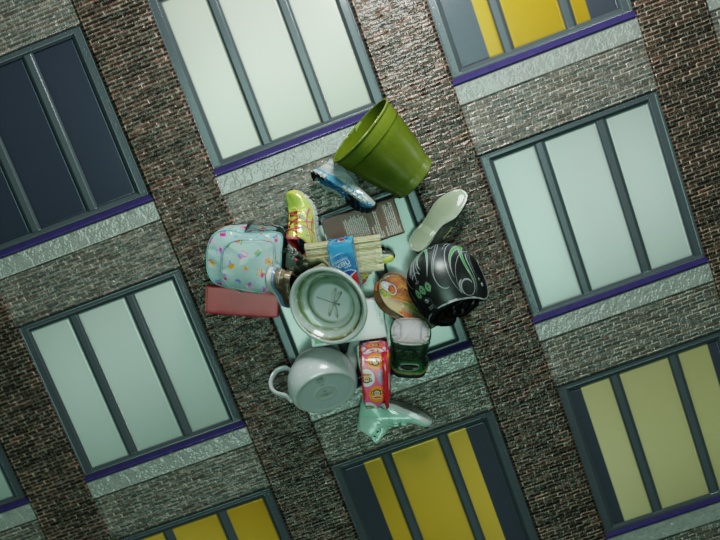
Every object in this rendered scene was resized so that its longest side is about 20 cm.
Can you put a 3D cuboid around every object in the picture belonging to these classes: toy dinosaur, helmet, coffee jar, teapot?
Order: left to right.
[{"bbox_3d":[-0.146,-0.023,1.622,0.088,0.200,0.048,42,62,-24],"label":"toy dinosaur"},{"bbox_3d":[-0.112,0.270,1.729,0.200,0.146,0.198,14,124,-33],"label":"teapot"},{"bbox_3d":[0.128,0.206,1.696,0.104,0.200,0.085,2,54,4],"label":"coffee jar"},{"bbox_3d":[0.212,0.025,1.658,0.200,0.200,0.191,-20,62,3],"label":"helmet"}]

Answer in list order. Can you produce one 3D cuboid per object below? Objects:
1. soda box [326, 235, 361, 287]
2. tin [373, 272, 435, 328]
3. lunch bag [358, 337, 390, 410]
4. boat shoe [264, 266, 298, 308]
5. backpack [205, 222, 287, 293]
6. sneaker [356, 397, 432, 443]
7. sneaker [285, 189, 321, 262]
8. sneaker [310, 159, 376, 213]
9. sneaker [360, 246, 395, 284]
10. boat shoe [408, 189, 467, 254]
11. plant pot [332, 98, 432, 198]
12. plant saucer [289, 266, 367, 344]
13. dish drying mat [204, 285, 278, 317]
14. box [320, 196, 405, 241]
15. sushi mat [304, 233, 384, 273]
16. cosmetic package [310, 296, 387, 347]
[{"bbox_3d":[-0.034,0.021,1.629,0.064,0.068,0.200,-9,107,5],"label":"soda box"},{"bbox_3d":[0.121,0.085,1.706,0.200,0.112,0.042,32,139,-19],"label":"tin"},{"bbox_3d":[0.038,0.275,1.697,0.082,0.200,0.177,-2,102,2],"label":"lunch bag"},{"bbox_3d":[-0.173,0.052,1.657,0.072,0.200,0.072,6,73,19],"label":"boat shoe"},{"bbox_3d":[-0.298,-0.031,1.681,0.200,0.153,0.176,6,106,3],"label":"backpack"},{"bbox_3d":[0.089,0.419,1.780,0.200,0.074,0.118,16,92,8],"label":"sneaker"},{"bbox_3d":[-0.157,-0.111,1.686,0.078,0.090,0.200,-11,100,41],"label":"sneaker"},{"bbox_3d":[-0.028,-0.224,1.661,0.200,0.075,0.087,37,69,21],"label":"sneaker"},{"bbox_3d":[0.000,0.000,1.718,0.200,0.078,0.090,-18,105,10],"label":"sneaker"},{"bbox_3d":[0.208,-0.125,1.709,0.201,0.061,0.072,-48,60,4],"label":"boat shoe"},{"bbox_3d":[0.069,-0.286,1.630,0.193,0.200,0.200,39,97,-16],"label":"plant pot"},{"bbox_3d":[-0.073,0.080,1.591,0.200,0.050,0.201,6,110,16],"label":"plant saucer"},{"bbox_3d":[-0.319,0.084,1.764,0.200,0.018,0.077,4,98,1],"label":"dish drying mat"},{"bbox_3d":[0.007,-0.113,1.702,0.200,0.075,0.100,-17,93,2],"label":"box"},{"bbox_3d":[-0.042,-0.034,1.656,0.200,0.012,0.096,-7,107,8],"label":"sushi mat"},{"bbox_3d":[-0.034,0.133,1.735,0.200,0.085,0.108,-9,95,3],"label":"cosmetic package"}]
